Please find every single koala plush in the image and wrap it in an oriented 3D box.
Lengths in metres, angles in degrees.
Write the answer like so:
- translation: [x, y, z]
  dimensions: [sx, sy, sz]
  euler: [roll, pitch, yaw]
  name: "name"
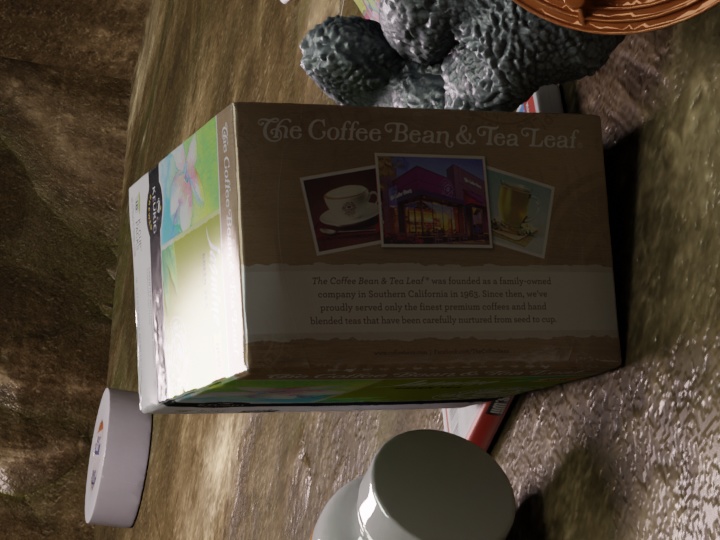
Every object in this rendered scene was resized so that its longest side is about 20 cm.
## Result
- translation: [0.034, -0.188, 0.916]
  dimensions: [0.178, 0.200, 0.184]
  euler: [-50, 32, -12]
  name: "koala plush"

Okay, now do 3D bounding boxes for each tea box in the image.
- translation: [0.000, 0.000, 0.940]
  dimensions: [0.197, 0.199, 0.134]
  euler: [152, 116, -66]
  name: "tea box"

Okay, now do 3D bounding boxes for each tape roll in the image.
- translation: [-0.357, 0.276, 2.646]
  dimensions: [0.200, 0.066, 0.201]
  euler: [-171, 90, -76]
  name: "tape roll"

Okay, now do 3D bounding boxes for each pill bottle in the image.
- translation: [0.017, 0.184, 1.015]
  dimensions: [0.111, 0.110, 0.200]
  euler: [-94, 19, -45]
  name: "pill bottle"

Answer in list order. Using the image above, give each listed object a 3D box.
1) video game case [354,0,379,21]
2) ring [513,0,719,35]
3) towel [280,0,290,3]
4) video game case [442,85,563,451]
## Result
- translation: [0.018, -0.199, 1.212]
  dimensions: [0.182, 0.022, 0.200]
  euler: [57, 173, -11]
  name: "video game case"
- translation: [0.110, -0.205, 0.790]
  dimensions: [0.019, 0.200, 0.201]
  euler: [-18, -52, -54]
  name: "ring"
- translation: [-0.059, -0.394, 1.916]
  dimensions: [0.146, 0.030, 0.201]
  euler: [157, 121, -76]
  name: "towel"
- translation: [0.084, 0.006, 1.060]
  dimensions: [0.143, 0.017, 0.200]
  euler: [-94, 18, -45]
  name: "video game case"
